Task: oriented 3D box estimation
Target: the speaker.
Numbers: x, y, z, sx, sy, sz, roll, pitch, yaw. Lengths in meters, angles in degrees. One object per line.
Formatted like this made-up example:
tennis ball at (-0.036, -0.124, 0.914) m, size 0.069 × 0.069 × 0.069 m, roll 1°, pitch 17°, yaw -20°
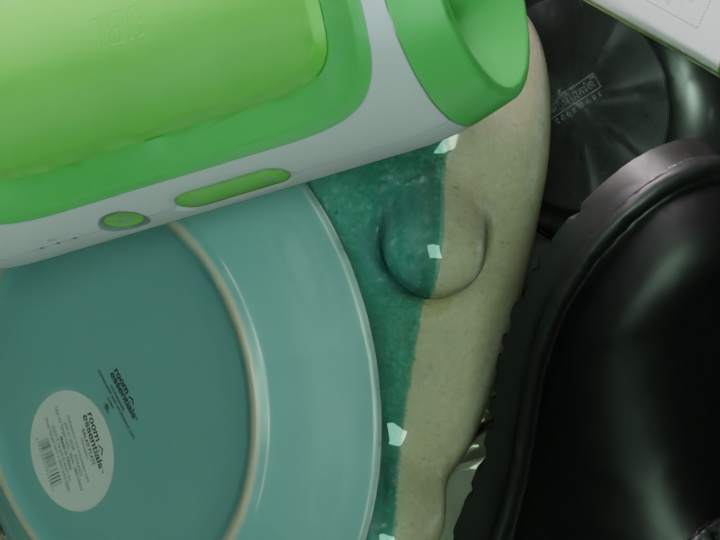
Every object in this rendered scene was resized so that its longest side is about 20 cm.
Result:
speaker at (-0.054, -0.060, 0.831) m, size 0.199 × 0.088 × 0.089 m, roll -15°, pitch 95°, yaw 23°

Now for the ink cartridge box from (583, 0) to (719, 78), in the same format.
ink cartridge box at (0.110, -0.153, 0.890) m, size 0.076 × 0.200 × 0.148 m, roll 17°, pitch 104°, yaw -45°

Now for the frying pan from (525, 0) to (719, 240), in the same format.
frying pan at (0.076, -0.097, 0.957) m, size 0.115 × 0.031 × 0.191 m, roll -4°, pitch 98°, yaw 35°

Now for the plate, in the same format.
plate at (-0.074, 0.040, 0.903) m, size 0.200 × 0.026 × 0.201 m, roll 7°, pitch 101°, yaw 41°

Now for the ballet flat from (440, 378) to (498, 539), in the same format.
ballet flat at (0.063, 0.054, 0.976) m, size 0.200 × 0.069 × 0.069 m, roll -41°, pitch 95°, yaw 0°

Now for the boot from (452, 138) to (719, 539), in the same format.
boot at (0.115, 0.081, 0.844) m, size 0.158 × 0.079 × 0.212 m, roll 38°, pitch 127°, yaw 33°

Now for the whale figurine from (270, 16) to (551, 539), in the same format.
whale figurine at (0.000, 0.000, 0.907) m, size 0.103 × 0.159 × 0.201 m, roll 9°, pitch 85°, yaw -5°
